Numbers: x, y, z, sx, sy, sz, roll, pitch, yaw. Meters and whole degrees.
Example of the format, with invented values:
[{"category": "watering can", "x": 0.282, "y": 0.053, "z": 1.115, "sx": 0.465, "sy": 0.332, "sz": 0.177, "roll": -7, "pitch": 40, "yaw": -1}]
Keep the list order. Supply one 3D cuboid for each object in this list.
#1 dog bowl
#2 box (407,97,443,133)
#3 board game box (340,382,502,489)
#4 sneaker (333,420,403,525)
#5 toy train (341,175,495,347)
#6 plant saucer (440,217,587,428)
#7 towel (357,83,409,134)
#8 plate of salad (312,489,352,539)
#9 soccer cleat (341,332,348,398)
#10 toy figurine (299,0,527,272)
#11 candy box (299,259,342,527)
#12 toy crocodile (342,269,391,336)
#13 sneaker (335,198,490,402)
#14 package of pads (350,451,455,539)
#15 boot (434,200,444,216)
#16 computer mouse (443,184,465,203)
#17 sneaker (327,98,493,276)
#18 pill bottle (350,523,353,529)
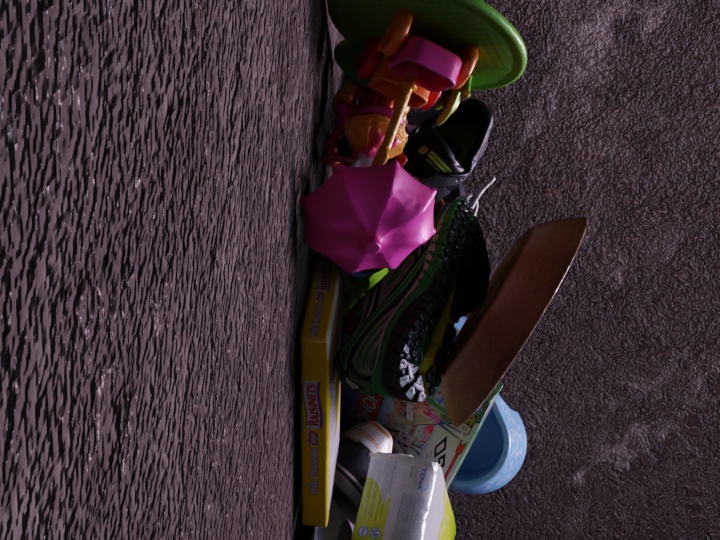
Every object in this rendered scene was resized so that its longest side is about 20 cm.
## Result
[{"category": "dog bowl", "x": 0.095, "y": 0.137, "z": 1.268, "sx": 0.200, "sy": 0.111, "sz": 0.050, "roll": 67, "pitch": 12, "yaw": 12}, {"category": "box", "x": 0.045, "y": -0.193, "z": 1.175, "sx": 0.160, "sy": 0.043, "sz": 0.200, "roll": 103, "pitch": -17, "yaw": -71}, {"category": "board game box", "x": 0.048, "y": 0.137, "z": 1.178, "sx": 0.029, "sy": 0.134, "sz": 0.200, "roll": -47, "pitch": 164, "yaw": -38}, {"category": "sneaker", "x": 0.009, "y": 0.207, "z": 1.199, "sx": 0.079, "sy": 0.078, "sz": 0.200, "roll": -47, "pitch": 164, "yaw": -15}, {"category": "toy train", "x": 0.054, "y": 0.014, "z": 1.066, "sx": 0.200, "sy": 0.085, "sz": 0.116, "roll": -55, "pitch": -178, "yaw": -23}, {"category": "plant saucer", "x": 0.115, "y": 0.033, "z": 0.985, "sx": 0.200, "sy": 0.035, "sz": 0.200, "roll": -58, "pitch": 178, "yaw": -2}, {"category": "towel", "x": 0.020, "y": -0.137, "z": 1.138, "sx": 0.145, "sy": 0.022, "sz": 0.200, "roll": 92, "pitch": -8, "yaw": -48}, {"category": "plate of salad", "x": -0.033, "y": 0.292, "z": 1.073, "sx": 0.200, "sy": 0.048, "sz": 0.201, "roll": -5, "pitch": 90, "yaw": -82}, {"category": "soccer cleat", "x": 0.002, "y": 0.148, "z": 1.288, "sx": 0.067, "sy": 0.076, "sz": 0.200, "roll": -113, "pitch": -178, "yaw": -56}, {"category": "toy figurine", "x": 0.009, "y": -0.086, "z": 0.870, "sx": 0.200, "sy": 0.150, "sz": 0.184, "roll": -18, "pitch": -131, "yaw": 68}, {"category": "candy box", "x": -0.031, "y": 0.101, "z": 0.978, "sx": 0.102, "sy": 0.026, "sz": 0.200, "roll": -78, "pitch": 172, "yaw": -53}, {"category": "toy crocodile", "x": 0.000, "y": 0.000, "z": 1.113, "sx": 0.067, "sy": 0.062, "sz": 0.200, "roll": -40, "pitch": 159, "yaw": -21}, {"category": "sneaker", "x": 0.040, "y": 0.015, "z": 0.958, "sx": 0.200, "sy": 0.085, "sz": 0.078, "roll": -57, "pitch": 134, "yaw": -38}, {"category": "package of pads", "x": 0.038, "y": 0.265, "z": 1.094, "sx": 0.200, "sy": 0.068, "sz": 0.155, "roll": 75, "pitch": 26, "yaw": -59}, {"category": "boot", "x": 0.058, "y": 0.033, "z": 1.185, "sx": 0.144, "sy": 0.071, "sz": 0.202, "roll": 105, "pitch": -16, "yaw": -71}, {"category": "computer mouse", "x": 0.063, "y": -0.109, "z": 1.290, "sx": 0.139, "sy": 0.053, "sz": 0.200, "roll": 91, "pitch": -14, "yaw": -50}, {"category": "sneaker", "x": 0.037, "y": -0.073, "z": 0.967, "sx": 0.200, "sy": 0.071, "sz": 0.083, "roll": -45, "pitch": 173, "yaw": -29}, {"category": "pill bottle", "x": 0.017, "y": 0.386, "z": 1.465, "sx": 0.113, "sy": 0.113, "sz": 0.200, "roll": -79, "pitch": 174, "yaw": -56}]
